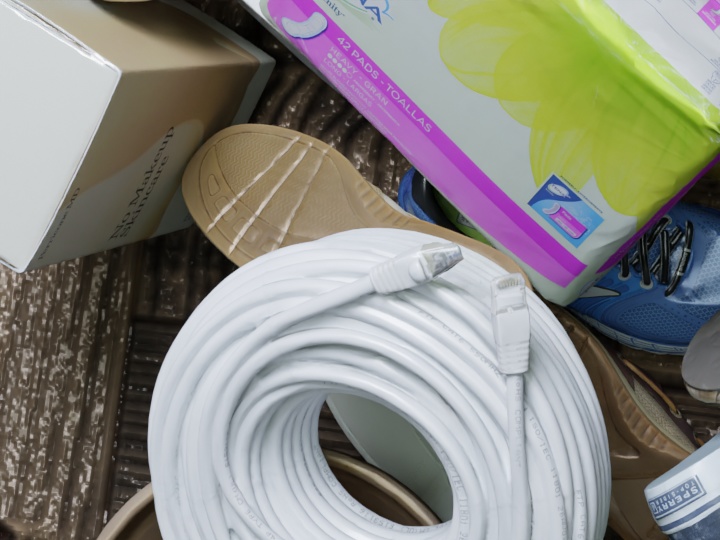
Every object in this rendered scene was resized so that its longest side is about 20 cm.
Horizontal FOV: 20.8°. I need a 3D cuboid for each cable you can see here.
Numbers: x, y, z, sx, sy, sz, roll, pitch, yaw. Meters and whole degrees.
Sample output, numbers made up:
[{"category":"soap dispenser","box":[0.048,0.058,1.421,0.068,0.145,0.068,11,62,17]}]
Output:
[{"category":"cable","box":[0.006,0.081,0.818,0.198,0.069,0.202,-7,107,28]}]

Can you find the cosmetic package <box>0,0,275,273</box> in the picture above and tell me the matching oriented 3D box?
[{"category":"cosmetic package","box":[-0.119,-0.069,0.905,0.071,0.200,0.106,32,106,10]}]

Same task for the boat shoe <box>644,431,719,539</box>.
[{"category":"boat shoe","box":[0.205,0.098,0.874,0.071,0.200,0.091,-35,83,45]}]

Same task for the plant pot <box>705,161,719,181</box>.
[{"category":"plant pot","box":[0.164,-0.128,0.899,0.141,0.199,0.202,2,84,33]}]

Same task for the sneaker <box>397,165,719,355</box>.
[{"category":"sneaker","box":[0.110,-0.010,0.932,0.198,0.089,0.079,14,87,7]}]

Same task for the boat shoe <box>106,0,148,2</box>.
[{"category":"boat shoe","box":[-0.095,-0.186,0.924,0.071,0.201,0.068,0,121,6]}]

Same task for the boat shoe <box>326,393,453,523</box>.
[{"category":"boat shoe","box":[0.037,0.069,0.960,0.061,0.073,0.201,-19,70,-37]}]

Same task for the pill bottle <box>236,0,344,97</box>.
[{"category":"pill bottle","box":[0.027,-0.188,0.950,0.109,0.110,0.200,41,91,10]}]

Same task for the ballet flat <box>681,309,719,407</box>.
[{"category":"ballet flat","box":[0.223,0.015,0.898,0.199,0.067,0.047,-34,120,-31]}]

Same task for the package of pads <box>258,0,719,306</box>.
[{"category":"package of pads","box":[0.063,-0.101,0.817,0.200,0.155,0.068,44,53,3]}]

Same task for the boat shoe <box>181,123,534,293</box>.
[{"category":"boat shoe","box":[0.000,0.000,0.898,0.199,0.069,0.074,33,76,32]}]

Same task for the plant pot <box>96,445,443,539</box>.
[{"category":"plant pot","box":[-0.034,0.183,0.932,0.199,0.093,0.203,-1,84,9]}]

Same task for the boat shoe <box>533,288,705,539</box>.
[{"category":"boat shoe","box":[0.114,0.074,0.932,0.200,0.072,0.072,39,101,3]}]
